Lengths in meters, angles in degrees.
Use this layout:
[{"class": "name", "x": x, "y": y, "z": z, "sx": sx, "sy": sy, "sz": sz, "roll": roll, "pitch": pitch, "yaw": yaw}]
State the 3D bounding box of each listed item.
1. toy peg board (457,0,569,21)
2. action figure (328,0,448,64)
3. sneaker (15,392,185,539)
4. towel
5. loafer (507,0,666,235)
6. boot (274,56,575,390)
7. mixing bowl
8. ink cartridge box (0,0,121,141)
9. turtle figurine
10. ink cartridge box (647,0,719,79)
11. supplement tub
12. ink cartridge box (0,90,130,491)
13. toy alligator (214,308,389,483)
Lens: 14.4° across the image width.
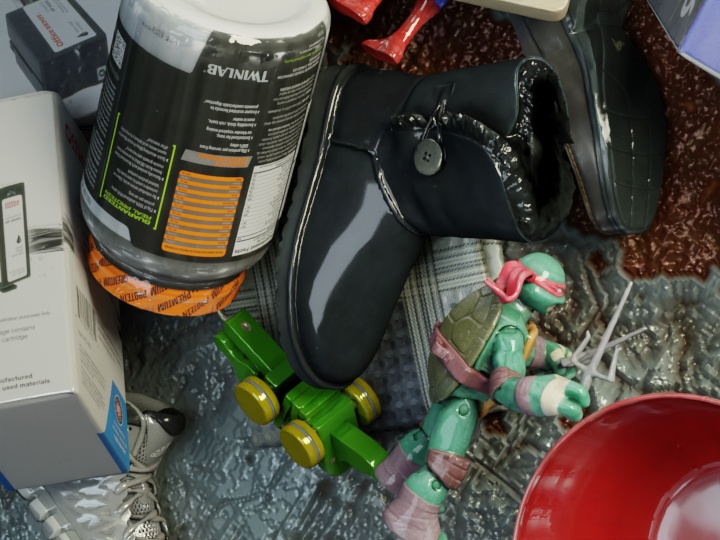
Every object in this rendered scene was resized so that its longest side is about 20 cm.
[{"class": "toy peg board", "x": 0.041, "y": -0.268, "z": 1.600, "sx": 0.199, "sy": 0.098, "sz": 0.200, "roll": 13, "pitch": 74, "yaw": 6}, {"class": "action figure", "x": 0.046, "y": -0.223, "z": 1.682, "sx": 0.200, "sy": 0.065, "sz": 0.099, "roll": -49, "pitch": 44, "yaw": -10}, {"class": "sneaker", "x": -0.141, "y": 0.147, "z": 1.794, "sx": 0.115, "sy": 0.075, "sz": 0.200, "roll": -43, "pitch": 73, "yaw": 18}, {"class": "towel", "x": 0.000, "y": 0.000, "z": 1.748, "sx": 0.192, "sy": 0.034, "sz": 0.201, "roll": -11, "pitch": 89, "yaw": 29}, {"class": "loafer", "x": 0.127, "y": -0.113, "z": 1.662, "sx": 0.072, "sy": 0.073, "sz": 0.201, "roll": -18, "pitch": 74, "yaw": 35}, {"class": "boot", "x": 0.038, "y": -0.025, "z": 1.641, "sx": 0.168, "sy": 0.076, "sz": 0.201, "roll": 5, "pitch": 86, "yaw": 43}, {"class": "mixing bowl", "x": 0.196, "y": 0.166, "z": 1.608, "sx": 0.199, "sy": 0.108, "sz": 0.202, "roll": 0, "pitch": 91, "yaw": 26}, {"class": "ink cartridge box", "x": -0.178, "y": -0.162, "z": 1.796, "sx": 0.199, "sy": 0.084, "sz": 0.146, "roll": -19, "pitch": 84, "yaw": 25}, {"class": "turtle figurine", "x": 0.081, "y": 0.062, "z": 1.619, "sx": 0.100, "sy": 0.150, "sz": 0.200, "roll": 36, "pitch": 106, "yaw": 3}, {"class": "ink cartridge box", "x": 0.226, "y": -0.206, "z": 1.542, "sx": 0.047, "sy": 0.200, "sz": 0.198, "roll": 27, "pitch": 104, "yaw": -9}, {"class": "supplement tub", "x": -0.096, "y": -0.081, "z": 1.667, "sx": 0.122, "sy": 0.122, "sz": 0.201, "roll": 31, "pitch": 124, "yaw": 22}, {"class": "ink cartridge box", "x": -0.201, "y": 0.014, "z": 1.739, "sx": 0.084, "sy": 0.146, "sz": 0.201, "roll": -10, "pitch": 65, "yaw": 6}, {"class": "toy alligator", "x": -0.052, "y": 0.066, "z": 1.734, "sx": 0.200, "sy": 0.059, "sz": 0.054, "roll": 43, "pitch": 153, "yaw": 19}]
